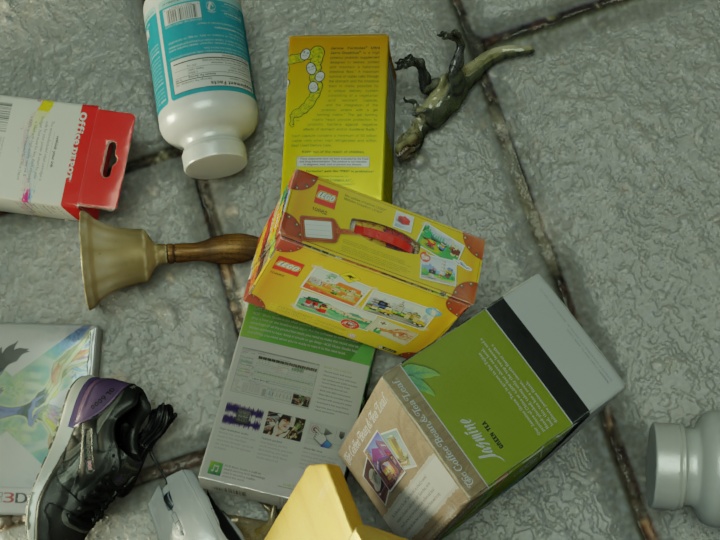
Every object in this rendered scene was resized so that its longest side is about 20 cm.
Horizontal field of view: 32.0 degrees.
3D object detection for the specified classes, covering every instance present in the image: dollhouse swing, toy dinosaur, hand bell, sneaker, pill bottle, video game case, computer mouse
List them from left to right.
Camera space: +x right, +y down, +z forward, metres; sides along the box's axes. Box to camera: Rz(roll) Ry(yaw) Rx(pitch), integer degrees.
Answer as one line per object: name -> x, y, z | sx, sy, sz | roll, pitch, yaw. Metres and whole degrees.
video game case -> -0.372, 0.156, 1.335 | 0.179, 0.022, 0.204 | 1, 76, 6
sneaker -> -0.267, 0.205, 1.251 | 0.086, 0.076, 0.203 | 5, 74, 28
hand bell -> -0.195, -0.020, 1.341 | 0.196, 0.104, 0.106 | -6, 75, -8
computer mouse -> -0.180, 0.240, 1.259 | 0.110, 0.044, 0.200 | -45, 66, 9
pill bottle -> -0.170, -0.206, 1.361 | 0.109, 0.111, 0.203 | -11, 75, 3
toy dinosaur -> -0.074, 0.290, 1.262 | 0.200, 0.058, 0.101 | 45, 99, 22
dollhouse swing -> 0.009, 0.306, 1.152 | 0.180, 0.177, 0.202 | 22, 116, -17
toy dinosaur -> 0.093, -0.208, 1.357 | 0.200, 0.047, 0.088 | -42, 117, -7
pill bottle -> 0.377, 0.191, 1.200 | 0.196, 0.111, 0.113 | 2, 76, 7

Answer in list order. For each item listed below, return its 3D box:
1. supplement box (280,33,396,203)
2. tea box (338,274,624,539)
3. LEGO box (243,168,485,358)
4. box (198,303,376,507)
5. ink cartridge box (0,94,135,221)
supplement box -> -0.021, -0.134, 1.327 | 0.108, 0.109, 0.203 | 1, 75, 6
tea box -> 0.105, 0.139, 1.168 | 0.195, 0.201, 0.134 | -30, 73, -24
LEGO box -> 0.000, 0.000, 1.233 | 0.197, 0.149, 0.078 | 20, 59, -11
box -> -0.069, 0.137, 1.271 | 0.142, 0.036, 0.203 | 13, 64, 4
ink cartridge box -> -0.342, -0.121, 1.379 | 0.197, 0.067, 0.118 | 8, 77, 8
